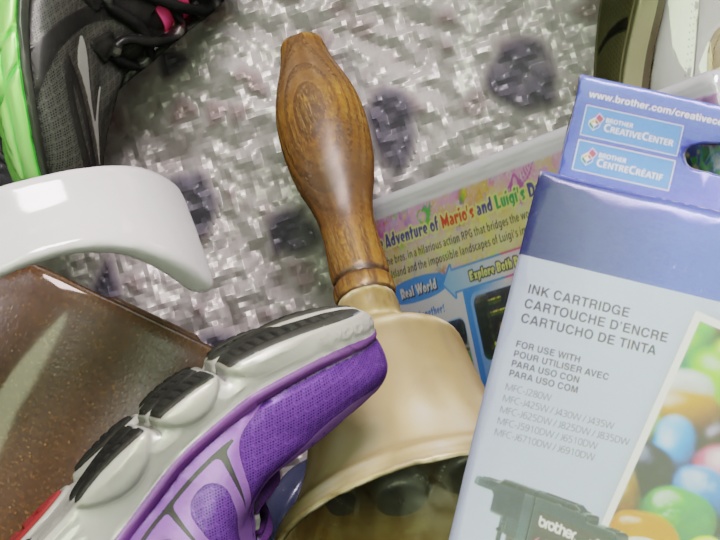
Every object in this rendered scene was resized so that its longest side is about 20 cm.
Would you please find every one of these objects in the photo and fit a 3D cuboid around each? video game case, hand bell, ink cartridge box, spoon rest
[{"bbox_3d":[0.076,0.046,0.760,0.200,0.024,0.182,-19,81,53],"label":"video game case"},{"bbox_3d":[0.000,0.000,0.780,0.104,0.104,0.200,-21,60,11],"label":"hand bell"},{"bbox_3d":[0.094,0.050,0.663,0.119,0.042,0.200,14,89,12],"label":"ink cartridge box"},{"bbox_3d":[-0.146,0.023,0.692,0.200,0.061,0.099,-28,60,8],"label":"spoon rest"}]

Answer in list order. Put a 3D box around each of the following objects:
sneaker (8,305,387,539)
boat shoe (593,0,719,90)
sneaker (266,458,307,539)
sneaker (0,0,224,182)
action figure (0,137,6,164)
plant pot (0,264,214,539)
[{"bbox_3d":[-0.060,0.093,0.685,0.083,0.081,0.200,43,84,-8],"label":"sneaker"},{"bbox_3d":[0.119,-0.060,0.797,0.068,0.075,0.200,6,95,-4],"label":"boat shoe"},{"bbox_3d":[0.007,0.163,0.800,0.082,0.074,0.200,-3,95,32],"label":"sneaker"},{"bbox_3d":[-0.085,-0.111,0.824,0.084,0.077,0.200,11,74,3],"label":"sneaker"},{"bbox_3d":[-0.209,-0.032,0.851,0.119,0.102,0.200,37,97,23],"label":"action figure"},{"bbox_3d":[-0.131,0.098,0.790,0.200,0.200,0.199,24,85,13],"label":"plant pot"}]
